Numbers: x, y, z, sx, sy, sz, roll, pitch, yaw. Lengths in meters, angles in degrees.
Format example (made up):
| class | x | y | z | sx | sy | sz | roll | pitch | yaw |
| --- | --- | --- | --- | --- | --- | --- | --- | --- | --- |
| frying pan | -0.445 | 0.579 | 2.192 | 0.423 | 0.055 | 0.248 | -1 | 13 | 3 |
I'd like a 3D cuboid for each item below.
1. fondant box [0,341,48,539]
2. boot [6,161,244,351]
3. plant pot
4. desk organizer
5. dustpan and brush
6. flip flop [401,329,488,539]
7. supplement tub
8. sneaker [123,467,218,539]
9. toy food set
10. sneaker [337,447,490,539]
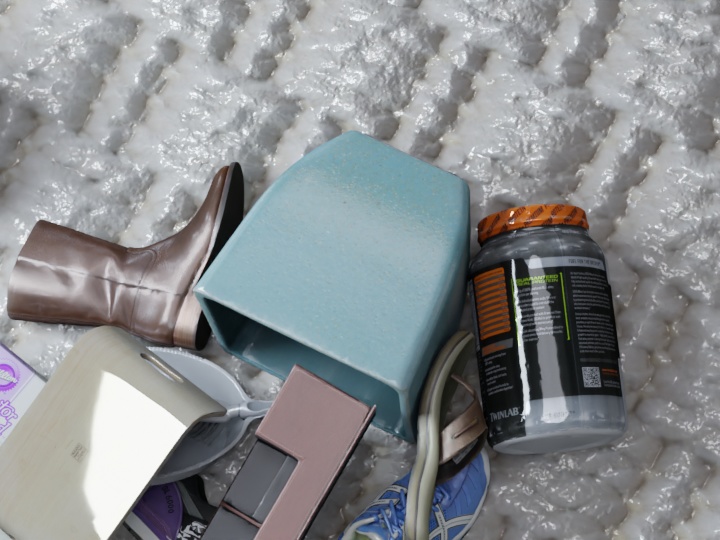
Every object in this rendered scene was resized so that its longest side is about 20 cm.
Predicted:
| class | x | y | z | sx | sy | sz | roll | pitch | yaw |
| --- | --- | --- | --- | --- | --- | --- | --- | --- | --- |
| fondant box | -0.336 | 0.175 | 1.646 | 0.144 | 0.058 | 0.200 | 41 | 83 | -11 |
| boot | -0.217 | -0.028 | 1.709 | 0.200 | 0.064 | 0.186 | 11 | 71 | 15 |
| plant pot | 0.000 | 0.000 | 1.612 | 0.196 | 0.196 | 0.200 | 25 | 76 | 11 |
| desk organizer | -0.069 | 0.183 | 1.558 | 0.077 | 0.072 | 0.200 | 30 | 82 | 4 |
| dustpan and brush | -0.126 | 0.126 | 1.651 | 0.200 | 0.057 | 0.140 | 7 | 50 | -18 |
| flip flop | 0.075 | 0.147 | 1.569 | 0.058 | 0.081 | 0.200 | 8 | 65 | 8 |
| supplement tub | 0.158 | 0.051 | 1.613 | 0.122 | 0.123 | 0.200 | -6 | 76 | 5 |
| sneaker | -0.112 | 0.252 | 1.623 | 0.200 | 0.076 | 0.088 | 43 | 79 | 14 |
| toy food set | -0.220 | 0.161 | 1.582 | 0.143 | 0.060 | 0.200 | 35 | 89 | 31 |
| sneaker | 0.039 | 0.222 | 1.609 | 0.076 | 0.077 | 0.200 | 40 | 81 | 15 |
